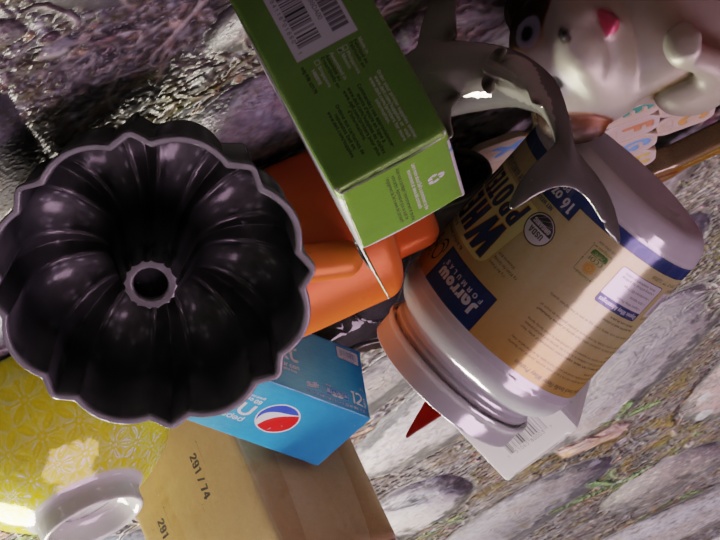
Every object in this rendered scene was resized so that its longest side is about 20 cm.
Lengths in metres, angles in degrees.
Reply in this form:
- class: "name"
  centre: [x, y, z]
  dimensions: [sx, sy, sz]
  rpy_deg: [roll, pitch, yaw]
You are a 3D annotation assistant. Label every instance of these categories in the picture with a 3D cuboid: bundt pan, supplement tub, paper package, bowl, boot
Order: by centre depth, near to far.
- class: "bundt pan"
  centre: [-0.127, -0.007, 1.542]
  dimensions: [0.201, 0.076, 0.203]
  rpy_deg: [0, 116, -1]
- class: "supplement tub"
  centre: [0.120, 0.008, 1.696]
  dimensions: [0.200, 0.144, 0.144]
  rpy_deg: [-48, 153, 14]
- class: "boot"
  centre: [-0.002, -0.002, 1.817]
  dimensions: [0.181, 0.073, 0.200]
  rpy_deg: [-23, 161, -21]
- class: "bowl"
  centre: [-0.215, 0.140, 1.831]
  dimensions: [0.199, 0.108, 0.200]
  rpy_deg: [-24, 158, -10]
- class: "paper package"
  centre: [-0.088, 0.171, 1.926]
  dimensions: [0.103, 0.201, 0.191]
  rpy_deg: [-10, 153, -36]

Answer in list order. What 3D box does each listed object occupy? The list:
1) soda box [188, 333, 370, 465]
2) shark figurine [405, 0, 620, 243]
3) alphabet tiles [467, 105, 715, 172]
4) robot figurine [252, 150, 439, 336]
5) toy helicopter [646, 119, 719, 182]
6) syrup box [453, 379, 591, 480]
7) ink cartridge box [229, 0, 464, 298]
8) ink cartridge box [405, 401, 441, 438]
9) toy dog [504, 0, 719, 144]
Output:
- class: "soda box"
  centre: [-0.092, 0.071, 1.784]
  dimensions: [0.199, 0.064, 0.068]
  rpy_deg: [23, 131, -33]
- class: "shark figurine"
  centre: [0.094, -0.101, 1.548]
  dimensions: [0.089, 0.214, 0.129]
  rpy_deg: [29, 87, -44]
- class: "alphabet tiles"
  centre: [0.173, -0.099, 1.834]
  dimensions: [0.195, 0.015, 0.200]
  rpy_deg: [-20, 163, -2]
- class: "robot figurine"
  centre: [-0.050, -0.013, 1.671]
  dimensions: [0.199, 0.144, 0.117]
  rpy_deg: [-24, 136, -9]
- class: "toy helicopter"
  centre: [0.299, -0.113, 1.946]
  dimensions: [0.199, 0.079, 0.132]
  rpy_deg: [-25, 170, 24]
- class: "syrup box"
  centre: [0.133, 0.069, 1.961]
  dimensions: [0.079, 0.081, 0.200]
  rpy_deg: [-39, -169, 27]
- class: "ink cartridge box"
  centre: [0.000, -0.088, 1.520]
  dimensions: [0.076, 0.148, 0.200]
  rpy_deg: [-28, 159, 0]
- class: "ink cartridge box"
  centre: [0.111, 0.022, 1.881]
  dimensions: [0.200, 0.044, 0.174]
  rpy_deg: [-36, -167, 43]
- class: "toy dog"
  centre: [0.191, -0.162, 1.618]
  dimensions: [0.199, 0.140, 0.194]
  rpy_deg: [-15, -178, -14]
